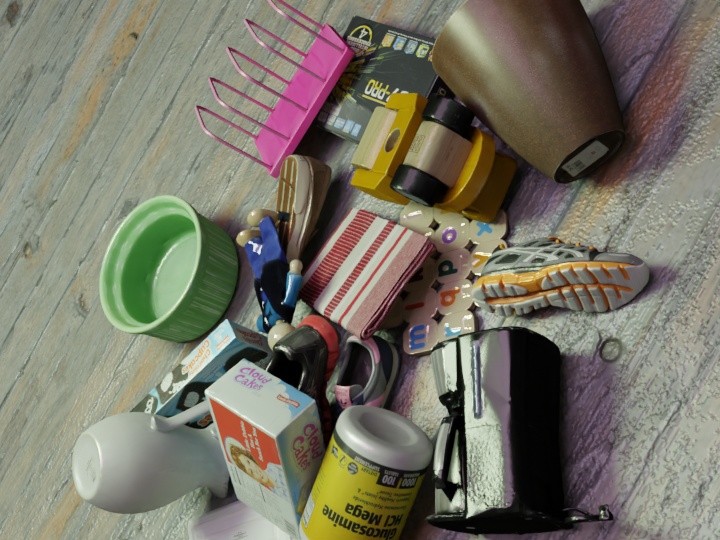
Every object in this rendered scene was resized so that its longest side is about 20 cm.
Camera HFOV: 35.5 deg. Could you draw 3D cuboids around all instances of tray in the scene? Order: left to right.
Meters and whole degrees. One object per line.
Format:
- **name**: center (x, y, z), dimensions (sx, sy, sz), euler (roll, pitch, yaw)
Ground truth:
- **tray**: center (-0.146, 0.337, 1.413), dimensions (0.199, 0.022, 0.108), euler (-25, 59, 28)

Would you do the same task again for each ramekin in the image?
- **ramekin**: center (-0.267, 0.004, 1.594), dimensions (0.199, 0.097, 0.202), euler (-15, 63, 33)

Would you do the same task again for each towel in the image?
- **towel**: center (0.000, 0.000, 1.391), dimensions (0.145, 0.023, 0.200), euler (-53, 31, -5)

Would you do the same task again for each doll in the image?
- **doll**: center (-0.112, 0.023, 1.431), dimensions (0.137, 0.048, 0.201), euler (-57, 39, 40)

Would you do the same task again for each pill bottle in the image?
- **pill bottle**: center (-0.002, 0.263, 1.253), dimensions (0.112, 0.112, 0.202), euler (34, 112, 41)

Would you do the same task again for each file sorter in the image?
- **file sorter**: center (-0.125, -0.259, 1.531), dimensions (0.201, 0.125, 0.139), euler (-56, 26, 14)

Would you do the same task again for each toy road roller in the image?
- **toy road roller**: center (0.092, -0.125, 1.342), dimensions (0.124, 0.145, 0.200), euler (-65, 27, -2)

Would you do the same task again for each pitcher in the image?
- **pitcher**: center (-0.240, 0.217, 1.390), dimensions (0.121, 0.199, 0.173), euler (50, 125, 40)

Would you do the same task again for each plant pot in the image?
- **plant pot**: center (0.208, -0.205, 1.277), dimensions (0.186, 0.186, 0.201), euler (-37, 67, 20)

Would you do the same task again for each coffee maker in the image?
- **coffee maker**: center (0.166, 0.170, 1.186), dimensions (0.190, 0.135, 0.202), euler (-2, 70, 12)

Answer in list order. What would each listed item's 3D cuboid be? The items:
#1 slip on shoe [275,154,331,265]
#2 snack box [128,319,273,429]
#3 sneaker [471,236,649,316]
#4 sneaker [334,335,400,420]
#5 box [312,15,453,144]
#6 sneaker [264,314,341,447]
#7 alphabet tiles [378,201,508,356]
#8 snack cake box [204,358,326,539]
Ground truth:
- **slip on shoe**: center (-0.085, -0.052, 1.502), dimensions (0.076, 0.060, 0.202), euler (18, 100, 56)
- **snack box**: center (-0.197, 0.154, 1.465), dimensions (0.200, 0.116, 0.037), euler (-43, 51, 16)
- **sneaker**: center (0.219, -0.003, 1.238), dimensions (0.198, 0.078, 0.078), euler (-3, 49, 29)
- **sneaker**: center (-0.010, 0.172, 1.334), dimensions (0.070, 0.082, 0.202), euler (-1, 72, 33)
- **box**: center (0.031, -0.241, 1.497), dimensions (0.199, 0.049, 0.162), euler (29, 94, 42)
- **sneaker**: center (-0.078, 0.156, 1.346), dimensions (0.070, 0.098, 0.202), euler (21, 116, 33)
- **alphabet tiles**: center (0.095, 0.002, 1.368), dimensions (0.194, 0.015, 0.202), euler (-15, 63, 30)
- **snack cake box**: center (-0.101, 0.211, 1.304), dimensions (0.114, 0.201, 0.067), euler (28, 53, 33)
